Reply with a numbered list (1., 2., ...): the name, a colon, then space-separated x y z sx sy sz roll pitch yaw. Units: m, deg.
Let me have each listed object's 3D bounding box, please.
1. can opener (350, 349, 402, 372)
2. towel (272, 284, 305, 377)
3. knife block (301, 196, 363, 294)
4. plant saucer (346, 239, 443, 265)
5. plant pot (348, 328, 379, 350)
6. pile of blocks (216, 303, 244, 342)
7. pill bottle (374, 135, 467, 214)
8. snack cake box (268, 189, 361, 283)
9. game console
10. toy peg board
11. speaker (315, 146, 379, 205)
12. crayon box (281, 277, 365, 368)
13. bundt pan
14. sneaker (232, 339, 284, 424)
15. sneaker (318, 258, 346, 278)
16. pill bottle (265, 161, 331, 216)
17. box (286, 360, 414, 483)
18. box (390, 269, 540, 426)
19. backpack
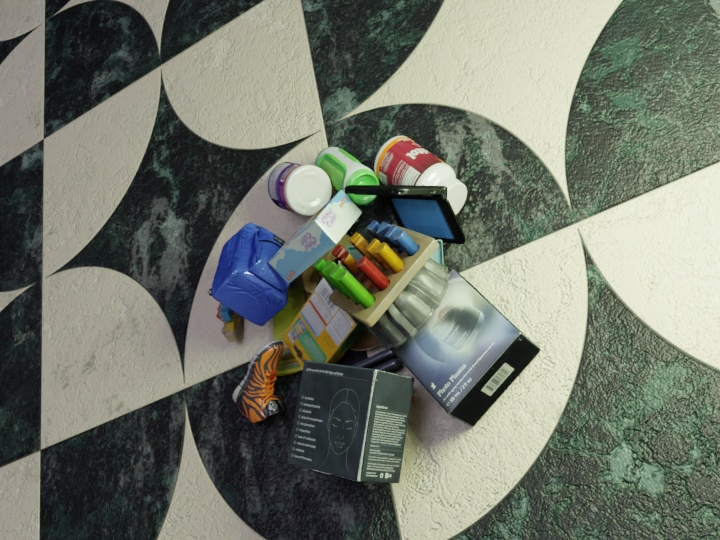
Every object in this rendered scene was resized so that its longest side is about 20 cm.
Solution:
1. can opener: -0.009 0.214 1.685 0.198 0.066 0.053 -24 59 17
2. towel: -0.157 0.135 1.837 0.085 0.018 0.203 -12 65 24
3. knife block: -0.056 -0.057 1.818 0.174 0.064 0.202 -28 58 21
4. plant saucer: 0.071 -0.022 1.673 0.196 0.019 0.071 -4 96 7
5. plant pot: 0.016 0.076 1.744 0.197 0.027 0.203 -12 65 27
6. pile of blocks: -0.318 0.070 1.922 0.061 0.082 0.203 -13 65 27
7. pill bottle: 0.128 -0.193 1.728 0.113 0.113 0.200 -52 54 4
8. snack cake box: -0.095 -0.067 1.687 0.199 0.067 0.115 -37 10 47
9. game console: 0.087 -0.112 1.635 0.199 0.174 0.119 8 100 53
10. toy peg board: 0.015 -0.021 1.547 0.200 0.098 0.200 -49 24 -6
11. speaker: -0.032 -0.213 1.822 0.089 0.088 0.200 -52 35 4
12. crayon box: -0.075 0.121 1.720 0.126 0.051 0.201 53 128 21
13. bundt pan: 0.077 0.047 1.573 0.202 0.076 0.203 -46 17 18
14. sneaker: -0.197 0.251 1.770 0.112 0.077 0.201 47 125 28
15. sneaker: 0.000 0.000 1.717 0.197 0.085 0.074 -10 64 25
16. pill bottle: -0.150 -0.191 1.868 0.113 0.111 0.200 -60 26 -3
17. box: -0.020 0.283 1.547 0.198 0.123 0.200 1 80 44
18. box: 0.192 0.146 1.548 0.201 0.123 0.198 -49 53 5
19. backpack: -0.223 -0.007 1.829 0.167 0.162 0.201 -37 30 24
